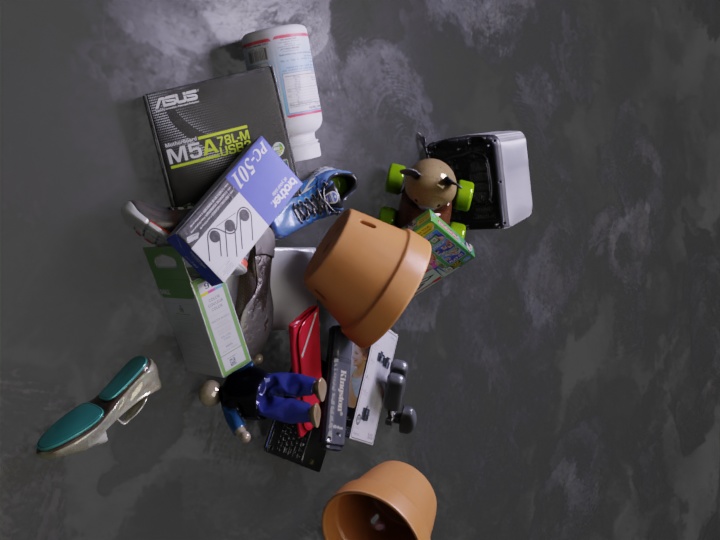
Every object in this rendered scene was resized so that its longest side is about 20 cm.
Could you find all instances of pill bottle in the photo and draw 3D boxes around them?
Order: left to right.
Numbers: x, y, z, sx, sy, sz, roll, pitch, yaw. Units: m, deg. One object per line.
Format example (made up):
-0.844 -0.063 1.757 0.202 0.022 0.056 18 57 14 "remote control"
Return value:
-0.119 -0.276 1.279 0.107 0.107 0.206 -19 105 -41 "pill bottle"

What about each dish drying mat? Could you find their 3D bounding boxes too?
-0.082 0.160 1.273 0.077 0.018 0.205 -43 137 -53 "dish drying mat"

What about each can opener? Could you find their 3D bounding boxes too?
0.072 0.227 1.456 0.202 0.065 0.054 86 17 -54 "can opener"

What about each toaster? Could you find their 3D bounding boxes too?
0.224 -0.180 1.565 0.117 0.178 0.206 -18 103 -46 "toaster"

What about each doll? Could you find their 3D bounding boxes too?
-0.154 0.192 1.210 0.049 0.194 0.139 69 28 -58 "doll"

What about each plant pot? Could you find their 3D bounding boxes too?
0.000 0.000 1.289 0.138 0.200 0.203 33 67 -11 "plant pot"
0.048 0.432 1.417 0.140 0.196 0.205 -39 118 -53 "plant pot"

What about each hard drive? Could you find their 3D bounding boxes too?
-0.153 0.030 1.311 0.197 0.026 0.136 -1 92 -43 "hard drive"

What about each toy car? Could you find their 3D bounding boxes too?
0.118 -0.128 1.412 0.160 0.200 0.162 13 79 2 "toy car"

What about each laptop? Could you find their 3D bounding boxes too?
-0.083 0.226 1.331 0.198 0.102 0.181 32 71 -37 "laptop"

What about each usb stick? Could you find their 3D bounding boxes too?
-0.040 0.193 1.336 0.055 0.032 0.206 26 64 -53 "usb stick"

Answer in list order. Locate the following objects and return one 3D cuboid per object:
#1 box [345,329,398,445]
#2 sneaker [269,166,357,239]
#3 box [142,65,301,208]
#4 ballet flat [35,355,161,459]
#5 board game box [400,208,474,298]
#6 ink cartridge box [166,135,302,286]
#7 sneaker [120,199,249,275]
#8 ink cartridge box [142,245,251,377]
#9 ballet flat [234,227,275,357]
0.001 0.193 1.415 0.116 0.059 0.205 36 66 -63 "box"
-0.080 -0.118 1.334 0.199 0.088 0.080 -40 116 -35 "sneaker"
-0.201 -0.183 1.194 0.195 0.047 0.198 -15 105 -15 "box"
-0.348 0.200 1.106 0.200 0.066 0.063 -43 128 -34 "ballet flat"
0.087 -0.014 1.435 0.134 0.198 0.030 33 34 -38 "board game box"
-0.173 -0.085 1.133 0.094 0.044 0.202 46 59 -20 "ink cartridge box"
-0.243 -0.064 1.152 0.197 0.076 0.084 27 73 -27 "sneaker"
-0.237 0.049 1.179 0.059 0.102 0.205 -29 110 -38 "ink cartridge box"
-0.168 0.030 1.243 0.067 0.046 0.206 12 78 -48 "ballet flat"
